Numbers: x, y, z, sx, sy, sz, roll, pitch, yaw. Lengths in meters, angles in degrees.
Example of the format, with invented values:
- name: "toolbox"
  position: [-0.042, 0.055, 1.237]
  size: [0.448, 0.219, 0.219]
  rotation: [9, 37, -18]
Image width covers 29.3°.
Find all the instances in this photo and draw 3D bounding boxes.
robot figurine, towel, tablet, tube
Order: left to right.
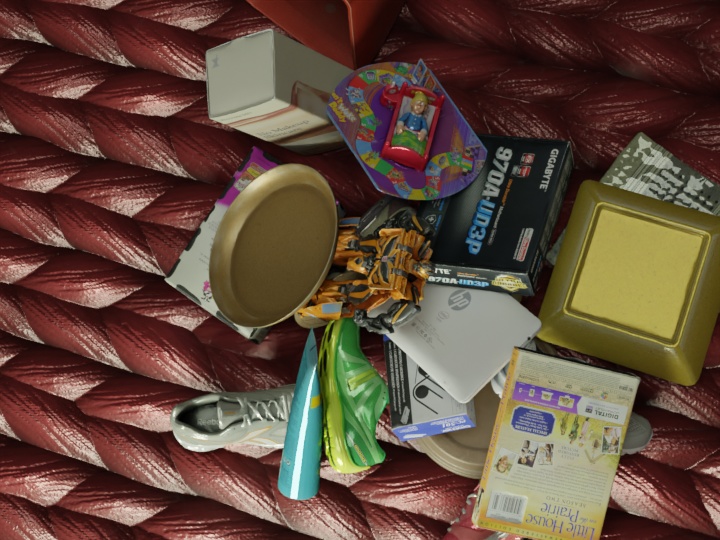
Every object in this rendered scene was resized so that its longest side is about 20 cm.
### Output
- name: "tube"
  position: [-0.064, 0.170, 1.591]
  size: [0.050, 0.078, 0.202]
  rotation: [0, 119, -12]
- name: "robot figurine"
  position: [0.000, 0.000, 1.565]
  size: [0.198, 0.058, 0.147]
  rotation: [-5, 67, 43]
- name: "tablet"
  position: [0.100, 0.051, 1.575]
  size: [0.130, 0.014, 0.200]
  rotation: [-43, 52, -7]
- name: "towel"
  position: [0.349, -0.036, 1.631]
  size: [0.192, 0.035, 0.201]
  rotation: [38, 90, 18]

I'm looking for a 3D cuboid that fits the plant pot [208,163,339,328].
- name: "plant pot"
  position: [-0.097, -0.026, 1.604]
  size: [0.198, 0.027, 0.203]
  rotation: [-17, 61, 34]

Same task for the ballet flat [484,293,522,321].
- name: "ballet flat"
  position: [0.177, 0.000, 1.630]
  size: [0.069, 0.070, 0.202]
  rotation: [18, 64, 13]

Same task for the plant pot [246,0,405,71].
- name: "plant pot"
  position: [-0.028, -0.392, 1.690]
  size: [0.199, 0.200, 0.177]
  rotation: [38, 76, 15]

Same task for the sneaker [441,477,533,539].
- name: "sneaker"
  position: [0.143, 0.286, 1.585]
  size: [0.198, 0.074, 0.088]
  rotation: [-24, 69, -3]

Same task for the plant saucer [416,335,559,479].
- name: "plant saucer"
  position: [0.147, 0.145, 1.628]
  size: [0.197, 0.029, 0.203]
  rotation: [-2, 77, 10]

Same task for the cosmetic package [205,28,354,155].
- name: "cosmetic package"
  position: [-0.085, -0.208, 1.641]
  size: [0.102, 0.199, 0.089]
  rotation: [-11, 75, 32]

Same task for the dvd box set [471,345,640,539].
- name: "dvd box set"
  position: [0.215, 0.197, 1.514]
  size: [0.144, 0.029, 0.203]
  rotation: [12, 94, -8]

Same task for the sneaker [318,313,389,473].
- name: "sneaker"
  position: [-0.006, 0.137, 1.619]
  size: [0.082, 0.074, 0.203]
  rotation: [0, 77, -14]

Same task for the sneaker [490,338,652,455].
- name: "sneaker"
  position: [0.250, 0.143, 1.553]
  size: [0.198, 0.075, 0.083]
  rotation: [24, 113, -11]

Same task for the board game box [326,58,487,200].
- name: "board game box"
  position: [0.057, -0.176, 1.608]
  size: [0.157, 0.039, 0.201]
  rotation: [-22, 66, -26]

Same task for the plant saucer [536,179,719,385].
- name: "plant saucer"
  position: [0.319, 0.008, 1.586]
  size: [0.198, 0.048, 0.202]
  rotation: [17, 83, 16]

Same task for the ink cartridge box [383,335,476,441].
- name: "ink cartridge box"
  position: [0.076, 0.091, 1.612]
  size: [0.093, 0.044, 0.202]
  rotation: [-13, 61, 16]

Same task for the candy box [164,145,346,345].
- name: "candy box"
  position: [-0.128, -0.030, 1.695]
  size: [0.136, 0.061, 0.201]
  rotation: [33, 85, 14]

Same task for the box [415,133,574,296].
- name: "box"
  position: [0.150, -0.069, 1.609]
  size: [0.157, 0.046, 0.202]
  rotation: [7, 56, 24]

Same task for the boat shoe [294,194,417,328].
- name: "boat shoe"
  position: [-0.009, -0.013, 1.670]
  size: [0.200, 0.072, 0.065]
  rotation: [-45, 50, 12]

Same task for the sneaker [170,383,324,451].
- name: "sneaker"
  position: [-0.132, 0.175, 1.635]
  size: [0.197, 0.092, 0.077]
  rotation: [-11, 76, 2]
